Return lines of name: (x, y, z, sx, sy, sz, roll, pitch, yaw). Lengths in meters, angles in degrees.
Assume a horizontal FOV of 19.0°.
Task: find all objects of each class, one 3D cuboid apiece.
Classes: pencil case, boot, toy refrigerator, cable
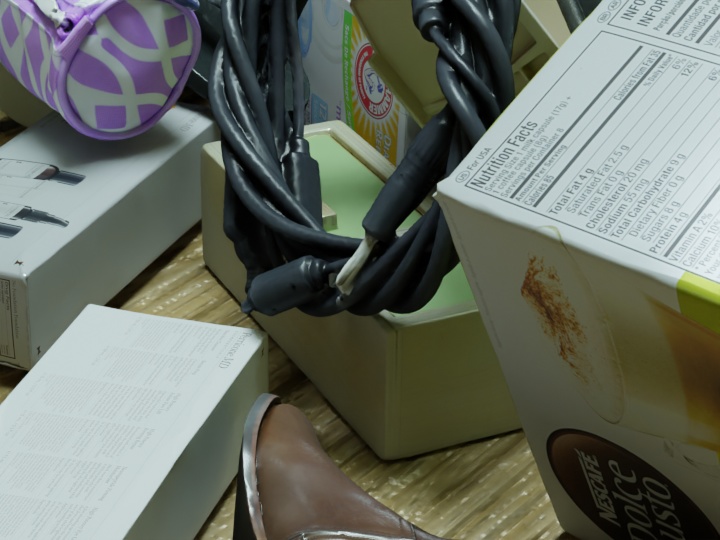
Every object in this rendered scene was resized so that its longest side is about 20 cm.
pencil case: (-0.161, -0.136, 1.039, 0.085, 0.084, 0.200, 15, 17, -48)
boot: (0.053, 0.106, 0.771, 0.199, 0.065, 0.187, 3, 27, -3)
toy refrigerator: (0.000, 0.000, 0.960, 0.076, 0.070, 0.200, -11, 30, -23)
cable: (0.000, -0.081, 0.868, 0.051, 0.201, 0.163, 16, -19, -36)

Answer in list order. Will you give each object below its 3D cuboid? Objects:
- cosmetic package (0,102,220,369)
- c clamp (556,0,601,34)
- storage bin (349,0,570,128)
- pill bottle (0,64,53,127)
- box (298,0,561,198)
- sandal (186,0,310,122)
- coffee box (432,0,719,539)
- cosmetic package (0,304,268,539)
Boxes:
cosmetic package: (-0.140, -0.026, 1.011, 0.082, 0.051, 0.200, 12, 29, 18)
c clamp: (0.152, -0.096, 0.932, 0.171, 0.201, 0.027, -30, 4, -39)
storage bin: (0.120, -0.111, 0.988, 0.094, 0.199, 0.200, -25, 21, 45)
pill bottle: (-0.121, -0.155, 1.208, 0.114, 0.115, 0.200, 18, 32, 30)
box: (0.018, -0.110, 1.125, 0.101, 0.113, 0.200, -12, 31, -26)
sandal: (-0.080, -0.153, 1.101, 0.075, 0.048, 0.201, -2, 47, -33)
coffee box: (0.178, 0.000, 0.757, 0.197, 0.200, 0.200, 23, 61, 36)
cosmetic package: (-0.104, 0.084, 0.815, 0.082, 0.051, 0.200, 7, 28, 16)
